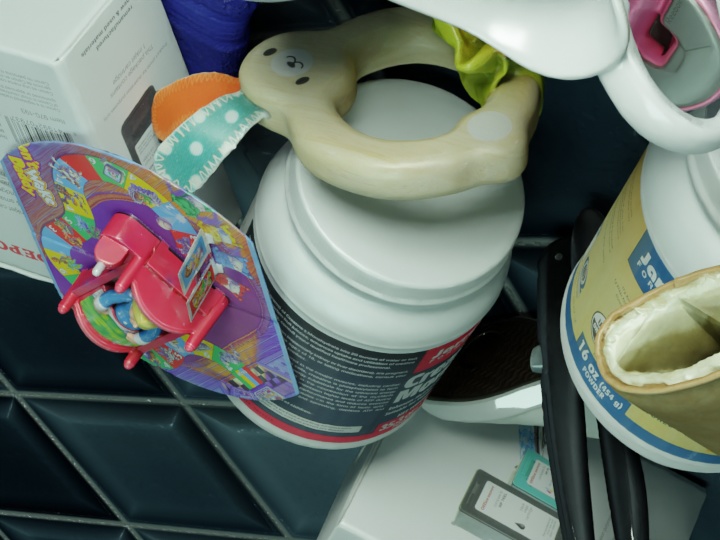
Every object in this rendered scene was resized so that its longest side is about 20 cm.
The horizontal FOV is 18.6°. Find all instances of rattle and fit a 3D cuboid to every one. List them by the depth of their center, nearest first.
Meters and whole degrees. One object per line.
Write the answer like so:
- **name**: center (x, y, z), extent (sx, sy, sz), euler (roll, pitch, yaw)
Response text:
- **rattle**: center (-0.014, -0.110, 1.050), extent (0.199, 0.131, 0.143), euler (8, 154, 11)

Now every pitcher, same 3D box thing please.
- **pitcher**: center (0.104, -0.155, 0.845), extent (0.171, 0.200, 0.121), euler (38, 146, -17)

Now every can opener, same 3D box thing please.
- **can opener**: center (0.120, 0.069, 1.170), extent (0.063, 0.201, 0.079), euler (-9, 158, 24)

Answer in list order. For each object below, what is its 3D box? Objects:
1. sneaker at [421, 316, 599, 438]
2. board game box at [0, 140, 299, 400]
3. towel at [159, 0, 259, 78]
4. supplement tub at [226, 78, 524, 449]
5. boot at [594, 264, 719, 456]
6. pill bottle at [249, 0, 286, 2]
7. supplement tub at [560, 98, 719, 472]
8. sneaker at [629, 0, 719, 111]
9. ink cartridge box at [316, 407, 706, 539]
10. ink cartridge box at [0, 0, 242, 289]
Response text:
- **sneaker**: center (0.121, 0.075, 1.276), extent (0.200, 0.073, 0.085), euler (-6, 132, 40)
- **board game box**: center (-0.119, 0.016, 1.146), extent (0.158, 0.039, 0.200), euler (19, 148, 24)
- **towel**: center (-0.114, -0.161, 1.147), extent (0.147, 0.050, 0.200), euler (31, 150, 8)
- **supplement tub**: center (0.000, 0.000, 1.198), extent (0.140, 0.141, 0.200), euler (28, 148, -1)
- **boot**: center (0.217, 0.049, 0.939), extent (0.175, 0.066, 0.200), euler (-25, 145, 17)
- **pill bottle**: center (-0.043, -0.223, 0.921), extent (0.108, 0.109, 0.200), euler (3, 124, 33)
- **supplement tub**: center (0.187, -0.005, 1.047), extent (0.144, 0.145, 0.200), euler (26, 148, 2)
- **sneaker**: center (0.108, -0.157, 0.959), extent (0.200, 0.095, 0.079), euler (48, 143, 15)
- **ink cartridge box**: center (0.081, 0.174, 1.377), extent (0.200, 0.146, 0.147), euler (28, 148, 0)
- **ink cartridge box**: center (-0.164, -0.082, 1.176), extent (0.145, 0.083, 0.200), euler (17, 147, 28)
